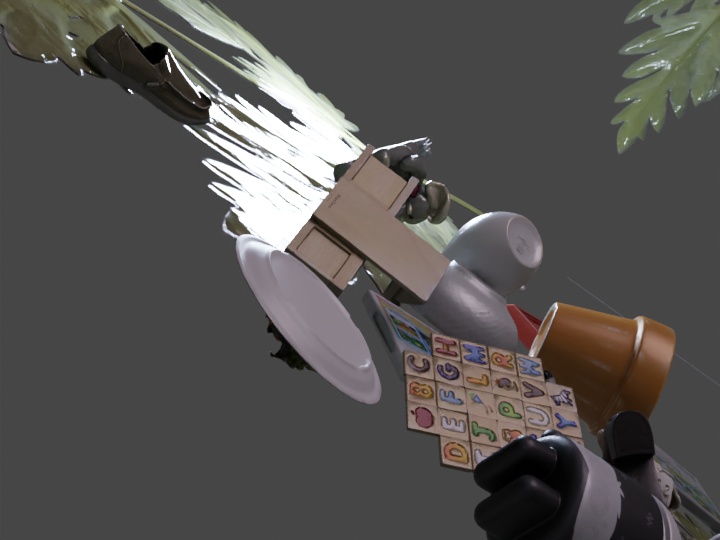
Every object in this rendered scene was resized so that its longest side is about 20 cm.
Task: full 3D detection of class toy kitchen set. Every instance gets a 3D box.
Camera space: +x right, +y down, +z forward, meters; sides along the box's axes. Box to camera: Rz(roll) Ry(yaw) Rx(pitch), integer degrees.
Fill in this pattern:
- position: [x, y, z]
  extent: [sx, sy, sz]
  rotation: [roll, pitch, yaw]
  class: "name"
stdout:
- position: [0.000, 0.000, 1.158]
  extent: [0.162, 0.181, 0.201]
  rotation: [36, 53, 0]
  class: "toy kitchen set"

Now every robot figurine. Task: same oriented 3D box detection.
- position: [0.188, 0.225, 0.831]
  extent: [0.199, 0.152, 0.124]
  rotation: [34, -15, -22]
  class: "robot figurine"

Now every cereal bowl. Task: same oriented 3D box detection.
- position: [0.143, 0.048, 1.328]
  extent: [0.199, 0.084, 0.200]
  rotation: [37, 7, -5]
  class: "cereal bowl"

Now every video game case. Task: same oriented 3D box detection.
- position: [0.516, 0.341, 1.597]
  extent: [0.199, 0.022, 0.183]
  rotation: [39, 13, -9]
  class: "video game case"
- position: [0.100, 0.118, 1.153]
  extent: [0.199, 0.024, 0.183]
  rotation: [33, 15, -27]
  class: "video game case"

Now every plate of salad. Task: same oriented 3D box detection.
- position: [-0.053, 0.050, 0.892]
  extent: [0.200, 0.048, 0.200]
  rotation: [48, 12, -14]
  class: "plate of salad"

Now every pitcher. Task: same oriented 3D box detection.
- position: [0.194, 0.004, 1.456]
  extent: [0.171, 0.199, 0.122]
  rotation: [43, 50, -19]
  class: "pitcher"

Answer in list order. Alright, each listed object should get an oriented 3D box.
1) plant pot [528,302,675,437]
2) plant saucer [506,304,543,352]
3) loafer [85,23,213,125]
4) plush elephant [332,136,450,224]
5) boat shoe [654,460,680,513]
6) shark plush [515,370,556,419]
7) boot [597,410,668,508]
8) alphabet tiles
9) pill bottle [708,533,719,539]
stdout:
- position: [0.361, 0.145, 1.482]
  extent: [0.181, 0.203, 0.200]
  rotation: [24, 12, 5]
  class: "plant pot"
- position: [0.356, 0.144, 1.770]
  extent: [0.199, 0.037, 0.200]
  rotation: [26, 19, -45]
  class: "plant saucer"
- position: [-0.266, -0.259, 1.265]
  extent: [0.199, 0.070, 0.075]
  rotation: [26, 19, -47]
  class: "loafer"
- position: [0.071, -0.145, 1.718]
  extent: [0.198, 0.164, 0.157]
  rotation: [-20, 96, -39]
  class: "plush elephant"
- position: [0.393, 0.293, 1.292]
  extent: [0.199, 0.071, 0.069]
  rotation: [26, 17, -52]
  class: "boat shoe"
- position: [0.210, 0.198, 1.065]
  extent: [0.200, 0.083, 0.091]
  rotation: [45, 47, -15]
  class: "shark plush"
- position: [0.296, 0.266, 1.095]
  extent: [0.200, 0.067, 0.191]
  rotation: [74, 10, -71]
  class: "boot"
- position: [0.137, 0.141, 0.978]
  extent: [0.197, 0.006, 0.168]
  rotation: [14, 43, -13]
  class: "alphabet tiles"
- position: [0.502, 0.391, 1.185]
  extent: [0.199, 0.113, 0.113]
  rotation: [27, 18, -46]
  class: "pill bottle"
